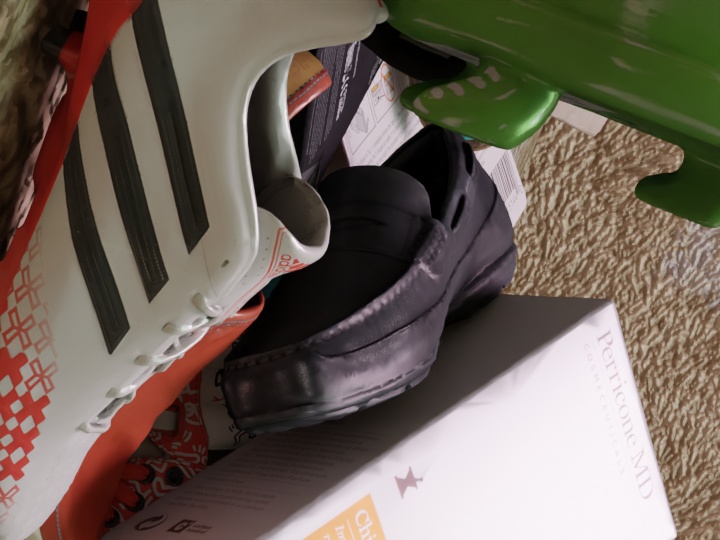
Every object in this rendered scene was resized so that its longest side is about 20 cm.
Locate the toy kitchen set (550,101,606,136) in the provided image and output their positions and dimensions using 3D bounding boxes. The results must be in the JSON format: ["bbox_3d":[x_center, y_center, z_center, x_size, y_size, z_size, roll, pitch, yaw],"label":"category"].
[{"bbox_3d":[0.124,-0.150,0.922,0.199,0.163,0.181,20,105,-48],"label":"toy kitchen set"}]

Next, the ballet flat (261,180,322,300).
[{"bbox_3d":[-0.069,0.052,0.880,0.201,0.067,0.064,-65,-159,-5],"label":"ballet flat"}]

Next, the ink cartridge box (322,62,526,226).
[{"bbox_3d":[0.009,-0.068,0.968,0.200,0.044,0.177,-54,130,-62],"label":"ink cartridge box"}]

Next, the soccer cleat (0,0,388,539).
[{"bbox_3d":[-0.055,-0.003,0.601,0.069,0.085,0.201,-53,165,-66],"label":"soccer cleat"}]

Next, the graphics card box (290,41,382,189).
[{"bbox_3d":[0.000,-0.126,0.789,0.126,0.051,0.201,103,11,-62],"label":"graphics card box"}]

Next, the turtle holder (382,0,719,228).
[{"bbox_3d":[0.102,-0.077,0.591,0.133,0.184,0.141,-69,163,4],"label":"turtle holder"}]

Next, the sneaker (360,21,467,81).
[{"bbox_3d":[0.032,-0.104,0.697,0.199,0.078,0.090,-6,108,-45],"label":"sneaker"}]

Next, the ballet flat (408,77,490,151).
[{"bbox_3d":[0.053,-0.150,0.962,0.072,0.067,0.202,-174,-94,-86],"label":"ballet flat"}]

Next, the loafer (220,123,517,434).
[{"bbox_3d":[0.000,0.000,0.788,0.200,0.068,0.071,-41,116,-62],"label":"loafer"}]

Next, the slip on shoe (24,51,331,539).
[{"bbox_3d":[-0.063,0.012,0.698,0.074,0.061,0.201,-51,164,-71],"label":"slip on shoe"}]

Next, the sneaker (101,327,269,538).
[{"bbox_3d":[-0.086,0.082,0.789,0.201,0.067,0.109,-27,106,-37],"label":"sneaker"}]

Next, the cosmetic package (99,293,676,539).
[{"bbox_3d":[0.016,0.094,0.791,0.200,0.071,0.102,-32,111,-38],"label":"cosmetic package"}]
